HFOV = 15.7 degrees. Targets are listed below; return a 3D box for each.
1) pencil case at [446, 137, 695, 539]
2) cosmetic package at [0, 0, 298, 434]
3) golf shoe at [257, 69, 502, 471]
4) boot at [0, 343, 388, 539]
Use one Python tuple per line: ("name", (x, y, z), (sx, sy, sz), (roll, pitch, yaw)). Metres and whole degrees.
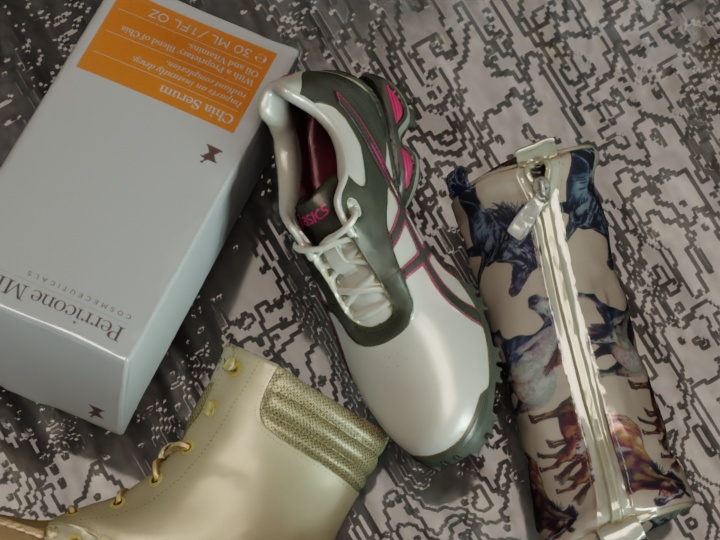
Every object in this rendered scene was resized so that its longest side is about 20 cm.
("pencil case", (0.100, 0.039, 1.244), (0.077, 0.089, 0.201), (-16, 78, 10))
("cosmetic package", (-0.115, -0.034, 1.237), (0.101, 0.071, 0.201), (22, 57, 5))
("golf shoe", (0.000, 0.000, 1.225), (0.077, 0.088, 0.201), (-28, 72, 27))
("boot", (-0.100, 0.103, 1.236), (0.199, 0.073, 0.156), (23, 78, 2))
